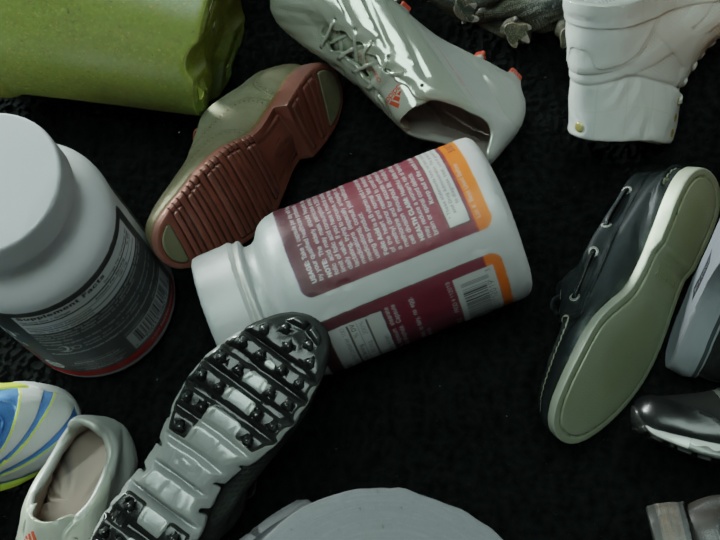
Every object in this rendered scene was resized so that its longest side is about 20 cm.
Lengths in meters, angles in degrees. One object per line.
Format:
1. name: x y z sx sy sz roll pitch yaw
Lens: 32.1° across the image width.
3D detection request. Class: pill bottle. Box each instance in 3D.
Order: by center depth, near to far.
1. pill bottle: -0.202 -0.013 0.812 0.116 0.200 0.116 -4 66 9
2. pill bottle: 0.000 0.000 0.819 0.200 0.114 0.114 -21 65 0

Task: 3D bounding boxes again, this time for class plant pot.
1. plant pot: -0.184 -0.197 0.907 0.184 0.200 0.200 16 71 4

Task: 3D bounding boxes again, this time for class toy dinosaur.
1. toy dinosaur: 0.120 -0.192 0.903 0.200 0.102 0.077 -17 102 16

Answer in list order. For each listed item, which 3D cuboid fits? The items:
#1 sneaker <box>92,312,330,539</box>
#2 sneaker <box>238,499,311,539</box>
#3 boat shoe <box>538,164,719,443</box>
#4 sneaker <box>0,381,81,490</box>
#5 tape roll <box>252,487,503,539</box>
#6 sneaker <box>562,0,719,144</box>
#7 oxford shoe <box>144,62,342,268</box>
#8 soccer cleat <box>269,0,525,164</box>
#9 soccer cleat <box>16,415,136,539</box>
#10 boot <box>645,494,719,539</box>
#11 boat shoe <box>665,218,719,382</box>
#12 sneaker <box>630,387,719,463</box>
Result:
1. sneaker: -0.087 0.109 0.764 0.066 0.090 0.200 36 91 9
2. sneaker: -0.072 0.240 0.761 0.112 0.078 0.200 44 71 5
3. boat shoe: 0.159 0.016 0.812 0.066 0.075 0.199 19 79 47
4. sneaker: -0.273 0.129 0.797 0.200 0.105 0.076 -16 104 -15
5. tape roll: 0.007 0.227 0.709 0.200 0.066 0.200 4 72 -13
6. sneaker: 0.212 -0.150 0.872 0.200 0.116 0.074 -21 31 -33
7. oxford shoe: -0.092 -0.076 0.885 0.074 0.071 0.200 12 46 36
8. soccer cleat: 0.022 -0.143 0.874 0.200 0.069 0.078 27 57 -2
9. soccer cleat: -0.192 0.187 0.785 0.069 0.078 0.200 8 70 12
10. boot: 0.262 0.191 0.686 0.174 0.069 0.200 -15 86 9
11. boat shoe: 0.235 -0.001 0.739 0.057 0.200 0.069 18 52 7
12. sneaker: 0.265 0.078 0.753 0.200 0.076 0.088 8 87 4
